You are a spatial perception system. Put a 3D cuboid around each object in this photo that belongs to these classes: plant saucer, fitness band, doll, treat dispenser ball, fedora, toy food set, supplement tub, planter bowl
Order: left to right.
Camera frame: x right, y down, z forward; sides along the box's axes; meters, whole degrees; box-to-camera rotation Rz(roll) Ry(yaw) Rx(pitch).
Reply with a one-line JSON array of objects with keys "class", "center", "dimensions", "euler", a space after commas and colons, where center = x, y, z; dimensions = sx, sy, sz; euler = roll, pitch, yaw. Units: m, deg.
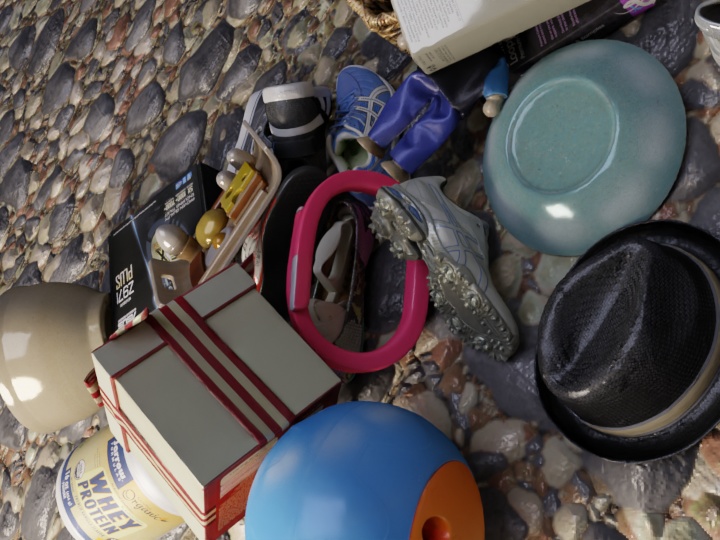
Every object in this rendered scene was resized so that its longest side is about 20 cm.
[{"class": "planter bowl", "center": [-0.374, 0.103, 1.115], "dimensions": [0.134, 0.200, 0.202], "euler": [-14, 61, 7]}, {"class": "supplement tub", "center": [-0.233, 0.224, 0.951], "dimensions": [0.199, 0.144, 0.145], "euler": [-35, 53, 28]}, {"class": "toy food set", "center": [-0.164, -0.064, 0.909], "dimensions": [0.201, 0.060, 0.144], "euler": [-56, 25, 7]}, {"class": "fitness band", "center": [0.000, 0.000, 0.829], "dimensions": [0.037, 0.142, 0.202], "euler": [149, 129, -66]}, {"class": "treat dispenser ball", "center": [0.004, 0.211, 0.698], "dimensions": [0.200, 0.200, 0.203], "euler": [-17, 63, 37]}, {"class": "doll", "center": [0.081, -0.186, 0.827], "dimensions": [0.200, 0.048, 0.137], "euler": [-47, 67, 13]}, {"class": "plant saucer", "center": [0.186, -0.116, 0.753], "dimensions": [0.200, 0.039, 0.203], "euler": [-9, 76, 39]}, {"class": "fedora", "center": [0.203, 0.046, 0.653], "dimensions": [0.200, 0.091, 0.202], "euler": [-16, 64, 37]}]

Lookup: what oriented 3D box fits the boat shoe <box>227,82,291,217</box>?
[{"class": "boat shoe", "center": [-0.112, -0.140, 1.036], "dimensions": [0.067, 0.072, 0.202], "euler": [-11, 60, 41]}]

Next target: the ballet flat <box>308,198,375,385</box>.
[{"class": "ballet flat", "center": [-0.029, 0.019, 0.892], "dimensions": [0.069, 0.071, 0.202], "euler": [1, 75, 35]}]

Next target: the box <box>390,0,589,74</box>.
[{"class": "box", "center": [0.130, -0.259, 0.756], "dimensions": [0.199, 0.068, 0.083], "euler": [-20, 81, 16]}]

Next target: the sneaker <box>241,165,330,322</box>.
[{"class": "sneaker", "center": [-0.090, -0.047, 0.933], "dimensions": [0.108, 0.067, 0.203], "euler": [-114, 33, -50]}]

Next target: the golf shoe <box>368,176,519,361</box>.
[{"class": "golf shoe", "center": [0.099, -0.013, 0.787], "dimensions": [0.201, 0.097, 0.078], "euler": [54, 153, 16]}]

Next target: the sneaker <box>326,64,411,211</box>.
[{"class": "sneaker", "center": [0.003, -0.157, 0.927], "dimensions": [0.076, 0.077, 0.201], "euler": [-35, 52, 30]}]

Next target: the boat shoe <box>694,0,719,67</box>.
[{"class": "boat shoe", "center": [0.355, -0.189, 0.623], "dimensions": [0.201, 0.065, 0.075], "euler": [9, 80, 44]}]

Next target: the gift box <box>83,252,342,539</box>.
[{"class": "gift box", "center": [-0.134, 0.108, 0.791], "dimensions": [0.187, 0.184, 0.201], "euler": [43, 144, 21]}]

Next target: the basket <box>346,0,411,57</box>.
[{"class": "basket", "center": [0.065, -0.334, 0.842], "dimensions": [0.200, 0.149, 0.143], "euler": [-37, 48, 25]}]

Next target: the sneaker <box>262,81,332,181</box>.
[{"class": "sneaker", "center": [-0.069, -0.151, 0.955], "dimensions": [0.072, 0.200, 0.113], "euler": [-5, 99, 7]}]

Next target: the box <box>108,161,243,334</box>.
[{"class": "box", "center": [-0.232, -0.013, 1.081], "dimensions": [0.199, 0.086, 0.165], "euler": [-31, 56, 30]}]

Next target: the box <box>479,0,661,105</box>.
[{"class": "box", "center": [0.185, -0.272, 0.833], "dimensions": [0.199, 0.036, 0.144], "euler": [-30, 56, 33]}]
